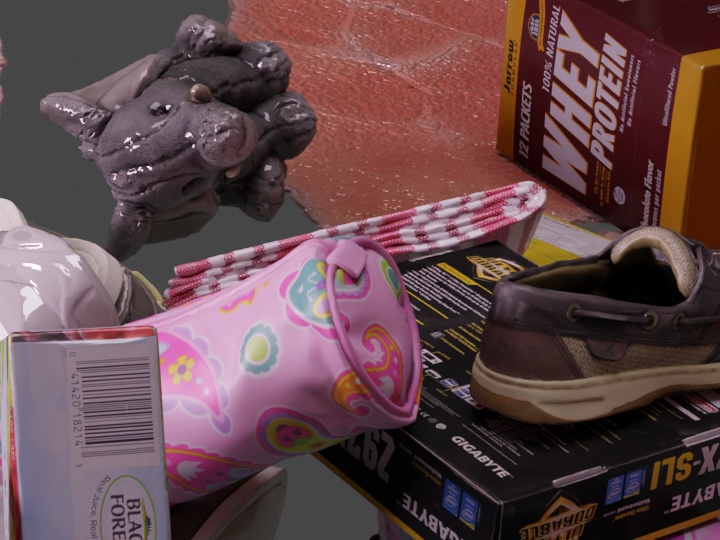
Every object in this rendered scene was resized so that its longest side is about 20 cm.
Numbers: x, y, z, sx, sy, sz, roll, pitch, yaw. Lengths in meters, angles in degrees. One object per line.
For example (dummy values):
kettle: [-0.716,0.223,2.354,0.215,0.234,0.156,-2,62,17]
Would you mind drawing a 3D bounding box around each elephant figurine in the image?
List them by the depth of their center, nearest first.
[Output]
elephant figurine: [-0.119,-0.076,1.193,0.141,0.156,0.200,33,24,8]

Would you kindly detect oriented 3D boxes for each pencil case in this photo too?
pencil case: [-0.073,0.051,0.841,0.199,0.088,0.087,-19,18,24]

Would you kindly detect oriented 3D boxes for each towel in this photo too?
towel: [0.000,0.000,1.063,0.199,0.030,0.146,-14,-7,0]

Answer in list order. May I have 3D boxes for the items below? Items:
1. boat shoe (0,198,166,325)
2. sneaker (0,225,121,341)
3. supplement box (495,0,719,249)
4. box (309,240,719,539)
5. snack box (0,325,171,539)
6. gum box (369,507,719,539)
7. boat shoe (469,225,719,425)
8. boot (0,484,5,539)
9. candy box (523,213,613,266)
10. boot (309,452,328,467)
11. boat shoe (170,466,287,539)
boat shoe: [-0.176,0.010,1.107,0.060,0.072,0.201,37,-12,-37]
sneaker: [-0.213,0.016,1.000,0.199,0.078,0.099,14,45,46]
supplement box: [0.227,-0.119,1.329,0.196,0.133,0.200,-13,31,-28]
box: [0.058,0.057,0.903,0.159,0.050,0.200,-11,30,-35]
snack box: [-0.093,0.121,0.696,0.053,0.201,0.142,-3,-3,-11]
gum box: [0.095,0.136,0.880,0.113,0.066,0.200,-9,29,-26]
boat shoe: [0.131,0.014,0.876,0.199,0.065,0.073,-18,32,-42]
boot: [-0.194,0.079,0.791,0.199,0.096,0.074,8,28,2]
candy box: [0.111,0.003,1.151,0.102,0.027,0.200,-7,17,-26]
boot: [0.070,0.077,1.005,0.199,0.078,0.138,11,31,41]
boat shoe: [-0.094,0.138,0.855,0.059,0.072,0.200,17,35,19]
